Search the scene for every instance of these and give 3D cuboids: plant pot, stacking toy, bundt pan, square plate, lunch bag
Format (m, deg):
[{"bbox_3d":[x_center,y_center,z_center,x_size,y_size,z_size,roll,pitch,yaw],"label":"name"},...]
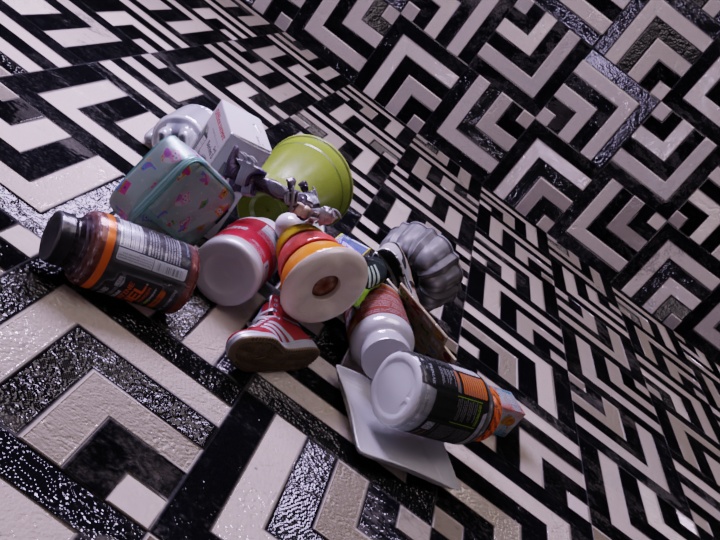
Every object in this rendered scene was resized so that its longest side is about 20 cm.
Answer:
[{"bbox_3d":[-0.143,-0.147,1.633,0.200,0.200,0.193,40,33,4],"label":"plant pot"},{"bbox_3d":[-0.089,-0.029,1.321,0.146,0.146,0.200,18,28,-43],"label":"stacking toy"},{"bbox_3d":[0.110,0.003,1.722,0.202,0.202,0.076,42,46,12],"label":"bundt pan"},{"bbox_3d":[0.051,0.251,1.309,0.198,0.028,0.200,28,23,-27],"label":"square plate"},{"bbox_3d":[-0.286,-0.103,1.275,0.077,0.160,0.200,40,-5,19],"label":"lunch bag"}]

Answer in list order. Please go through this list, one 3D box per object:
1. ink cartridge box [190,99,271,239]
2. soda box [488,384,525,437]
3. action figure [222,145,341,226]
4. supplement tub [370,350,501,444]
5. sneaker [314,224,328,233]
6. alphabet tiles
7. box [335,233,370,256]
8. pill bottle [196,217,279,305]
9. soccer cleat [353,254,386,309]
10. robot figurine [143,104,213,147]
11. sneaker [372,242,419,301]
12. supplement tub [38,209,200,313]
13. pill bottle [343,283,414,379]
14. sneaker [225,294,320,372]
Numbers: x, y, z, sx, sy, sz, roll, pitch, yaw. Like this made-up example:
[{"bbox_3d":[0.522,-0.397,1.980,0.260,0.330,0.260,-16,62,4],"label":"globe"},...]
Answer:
[{"bbox_3d":[-0.253,-0.179,1.466,0.084,0.200,0.146,25,24,-31],"label":"ink cartridge box"},{"bbox_3d":[0.209,0.246,1.524,0.200,0.068,0.064,23,25,-37],"label":"soda box"},{"bbox_3d":[-0.120,-0.124,1.323,0.200,0.069,0.130,25,-1,7],"label":"action figure"},{"bbox_3d":[0.124,0.206,1.311,0.200,0.123,0.123,23,25,-37],"label":"supplement tub"},{"bbox_3d":[-0.086,-0.025,1.437,0.200,0.080,0.078,-106,179,-45],"label":"sneaker"},{"bbox_3d":[0.104,0.112,1.544,0.006,0.166,0.200,-31,68,-22],"label":"alphabet tiles"},{"bbox_3d":[-0.057,0.006,1.516,0.070,0.064,0.200,28,32,12],"label":"box"},{"bbox_3d":[-0.191,-0.024,1.367,0.112,0.112,0.200,37,20,-2],"label":"pill bottle"},{"bbox_3d":[0.000,0.000,1.441,0.067,0.081,0.200,-3,18,17],"label":"soccer cleat"},{"bbox_3d":[-0.337,-0.262,1.626,0.169,0.113,0.200,9,22,5],"label":"robot figurine"},{"bbox_3d":[0.083,0.034,1.638,0.080,0.074,0.200,-56,135,-61],"label":"sneaker"},{"bbox_3d":[-0.328,-0.016,1.132,0.200,0.107,0.107,22,26,-35],"label":"supplement tub"},{"bbox_3d":[0.032,0.107,1.441,0.112,0.112,0.200,31,16,-18],"label":"pill bottle"},{"bbox_3d":[-0.152,0.090,1.249,0.113,0.071,0.200,53,17,26],"label":"sneaker"}]
